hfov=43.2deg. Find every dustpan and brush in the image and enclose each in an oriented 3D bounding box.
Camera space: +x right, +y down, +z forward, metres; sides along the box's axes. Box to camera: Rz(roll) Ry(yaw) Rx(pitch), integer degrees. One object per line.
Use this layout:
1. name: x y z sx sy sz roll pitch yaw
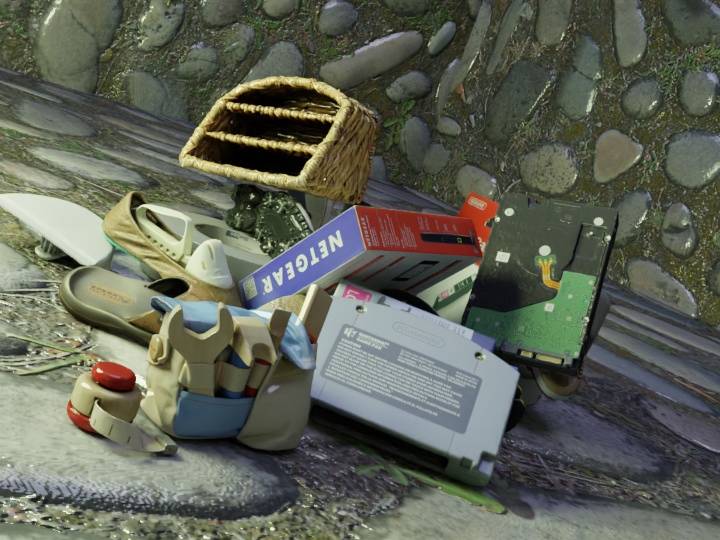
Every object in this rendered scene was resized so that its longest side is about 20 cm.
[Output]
1. dustpan and brush: -0.314 -0.037 1.025 0.139 0.057 0.200 34 19 9

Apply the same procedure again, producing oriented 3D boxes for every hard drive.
1. hard drive: 0.203 0.012 1.035 0.139 0.200 0.038 10 -25 22

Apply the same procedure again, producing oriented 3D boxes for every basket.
1. basket: -0.096 -0.172 1.120 0.200 0.143 0.149 15 3 32

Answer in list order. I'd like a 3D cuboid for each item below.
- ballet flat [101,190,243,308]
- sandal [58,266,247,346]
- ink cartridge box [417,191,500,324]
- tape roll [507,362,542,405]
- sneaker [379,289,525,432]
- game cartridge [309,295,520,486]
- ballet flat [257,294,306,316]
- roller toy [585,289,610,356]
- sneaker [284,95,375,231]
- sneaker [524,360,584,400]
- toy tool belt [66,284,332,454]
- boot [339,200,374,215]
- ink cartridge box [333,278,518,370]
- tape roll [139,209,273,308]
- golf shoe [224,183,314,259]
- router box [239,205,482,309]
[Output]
1. ballet flat: -0.188 -0.017 0.962 0.200 0.072 0.068 38 20 18
2. sandal: -0.175 0.030 0.830 0.200 0.055 0.082 20 35 3
3. ink cartridge box: 0.135 -0.010 1.165 0.044 0.174 0.200 24 6 -29
4. tape roll: 0.135 0.109 1.145 0.202 0.037 0.203 19 10 -3
5. sneaker: 0.089 0.098 0.983 0.200 0.074 0.081 43 1 8
6. game cartridge: 0.037 0.098 0.812 0.200 0.042 0.133 22 43 6
7. ballet flat: -0.037 0.064 0.945 0.065 0.071 0.200 21 10 30
8. roller toy: 0.243 0.061 1.288 0.200 0.140 0.182 28 -4 -7
9. sneaker: -0.033 -0.142 1.256 0.080 0.200 0.115 28 26 34
10. sneaker: 0.199 0.095 1.097 0.071 0.113 0.200 19 40 -21
11. toy tool belt: -0.111 0.058 0.680 0.200 0.123 0.125 10 14 -45
12. boot: 0.044 -0.049 1.299 0.131 0.070 0.200 23 14 -13
13. ink cartridge box: 0.051 0.094 0.872 0.200 0.042 0.119 23 50 2
14. tape roll: -0.161 -0.008 1.104 0.200 0.066 0.200 19 10 -3
15. golf shoe: -0.087 -0.058 1.111 0.094 0.078 0.200 14 13 -34
16. router box: 0.000 0.000 0.983 0.179 0.049 0.200 3 -25 -45
